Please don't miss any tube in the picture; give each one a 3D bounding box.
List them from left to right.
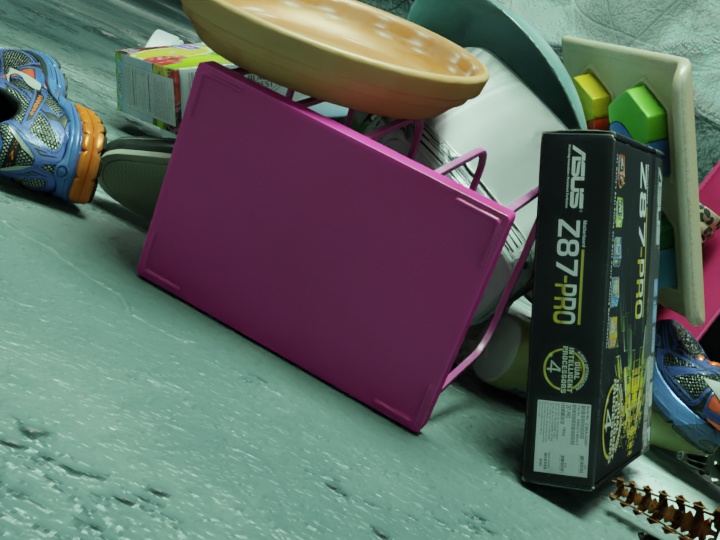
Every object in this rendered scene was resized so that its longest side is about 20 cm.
[{"bbox_3d":[0.171,0.087,0.896,0.200,0.052,0.058,26,55,-27],"label":"tube"}]

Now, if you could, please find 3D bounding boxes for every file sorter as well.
[{"bbox_3d":[-0.004,-0.028,0.753,0.200,0.139,0.125,28,25,16],"label":"file sorter"}]

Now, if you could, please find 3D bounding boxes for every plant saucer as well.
[{"bbox_3d":[-0.020,-0.139,0.768,0.200,0.038,0.200,17,20,-7],"label":"plant saucer"},{"bbox_3d":[0.112,-0.132,0.945,0.201,0.039,0.201,46,-21,24],"label":"plant saucer"}]

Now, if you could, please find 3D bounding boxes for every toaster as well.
[{"bbox_3d":[0.081,-0.050,0.863,0.200,0.114,0.129,50,49,6],"label":"toaster"}]

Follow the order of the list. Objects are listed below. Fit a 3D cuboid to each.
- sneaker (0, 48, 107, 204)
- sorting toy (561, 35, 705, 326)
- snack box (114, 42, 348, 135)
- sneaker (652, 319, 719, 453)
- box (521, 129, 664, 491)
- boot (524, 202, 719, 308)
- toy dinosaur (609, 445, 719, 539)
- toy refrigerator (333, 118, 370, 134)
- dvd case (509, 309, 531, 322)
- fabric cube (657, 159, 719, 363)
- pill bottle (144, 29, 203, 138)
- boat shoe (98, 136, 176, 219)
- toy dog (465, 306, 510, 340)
[{"bbox_3d":[-0.244,-0.112,0.866,0.078,0.076,0.200,11,16,-38],"label":"sneaker"},{"bbox_3d":[0.190,-0.071,0.912,0.036,0.186,0.200,-12,19,-11],"label":"sorting toy"},{"bbox_3d":[-0.071,-0.146,0.951,0.200,0.053,0.142,-10,19,-26],"label":"snack box"},{"bbox_3d":[0.265,0.097,0.845,0.075,0.079,0.200,19,26,-41],"label":"sneaker"},{"bbox_3d":[0.145,0.021,0.759,0.049,0.201,0.161,3,1,22],"label":"box"},{"bbox_3d":[0.212,-0.017,1.066,0.073,0.151,0.200,31,9,-24],"label":"boot"},{"bbox_3d":[0.214,0.153,0.643,0.200,0.102,0.136,-9,-29,38],"label":"toy dinosaur"},{"bbox_3d":[-0.032,-0.100,1.030,0.200,0.070,0.076,10,48,25],"label":"toy refrigerator"},{"bbox_3d":[0.207,0.087,1.038,0.200,0.018,0.143,22,11,-15],"label":"dvd case"},{"bbox_3d":[0.359,0.039,1.045,0.200,0.196,0.199,34,8,-10],"label":"fabric cube"},{"bbox_3d":[-0.116,-0.147,1.178,0.200,0.112,0.112,24,12,-3],"label":"pill bottle"},{"bbox_3d":[-0.090,-0.069,0.902,0.199,0.072,0.068,6,50,-15],"label":"boat shoe"},{"bbox_3d":[0.091,-0.001,1.016,0.200,0.132,0.096,41,-19,41],"label":"toy dog"}]
